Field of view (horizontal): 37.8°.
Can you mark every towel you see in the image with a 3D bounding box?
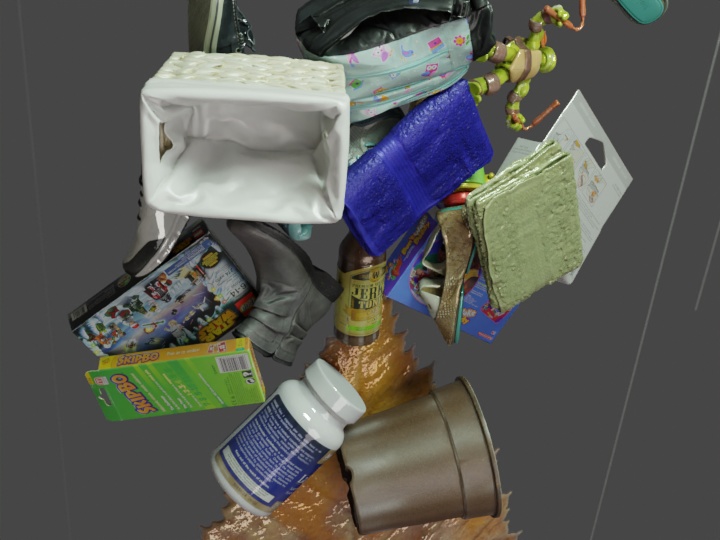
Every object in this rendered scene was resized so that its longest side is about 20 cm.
[{"bbox_3d":[0.202,-0.051,1.275,0.148,0.037,0.201,-30,131,-11],"label":"towel"},{"bbox_3d":[0.063,-0.111,1.189,0.200,0.050,0.148,-43,149,-4],"label":"towel"}]

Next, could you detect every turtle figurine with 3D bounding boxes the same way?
[{"bbox_3d":[0.184,-0.253,1.240,0.160,0.064,0.201,-15,137,-38],"label":"turtle figurine"}]

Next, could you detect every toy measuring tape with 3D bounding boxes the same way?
[{"bbox_3d":[0.087,-0.112,1.282,0.198,0.074,0.074,1,120,-28],"label":"toy measuring tape"}]

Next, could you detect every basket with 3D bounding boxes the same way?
[{"bbox_3d":[-0.110,-0.138,1.049,0.198,0.124,0.137,4,123,-1],"label":"basket"}]

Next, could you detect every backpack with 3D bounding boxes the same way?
[{"bbox_3d":[0.033,-0.251,1.124,0.198,0.167,0.127,-23,130,-1],"label":"backpack"}]

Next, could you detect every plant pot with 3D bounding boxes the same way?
[{"bbox_3d":[0.072,0.267,1.457,0.196,0.201,0.202,-13,125,-7],"label":"plant pot"}]

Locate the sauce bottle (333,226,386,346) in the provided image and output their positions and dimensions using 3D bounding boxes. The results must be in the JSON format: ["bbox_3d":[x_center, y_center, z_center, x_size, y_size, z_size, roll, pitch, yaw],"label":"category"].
[{"bbox_3d":[0.000,0.000,1.323,0.064,0.065,0.202,-9,124,-18],"label":"sauce bottle"}]

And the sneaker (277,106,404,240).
[{"bbox_3d":[-0.019,-0.109,1.218,0.200,0.087,0.077,-40,147,13],"label":"sneaker"}]

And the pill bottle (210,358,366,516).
[{"bbox_3d":[-0.094,0.218,1.388,0.200,0.116,0.116,-44,127,8],"label":"pill bottle"}]

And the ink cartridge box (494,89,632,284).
[{"bbox_3d":[0.260,-0.107,1.358,0.177,0.045,0.200,-57,134,-12],"label":"ink cartridge box"}]

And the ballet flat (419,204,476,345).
[{"bbox_3d":[0.107,0.004,1.325,0.065,0.071,0.202,8,119,2],"label":"ballet flat"}]

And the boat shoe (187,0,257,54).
[{"bbox_3d":[-0.142,-0.249,1.097,0.062,0.075,0.202,-12,130,-23],"label":"boat shoe"}]

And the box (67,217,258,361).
[{"bbox_3d":[-0.230,0.047,1.265,0.199,0.040,0.137,-36,129,0],"label":"box"}]

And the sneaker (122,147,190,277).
[{"bbox_3d":[-0.221,-0.085,1.176,0.080,0.074,0.201,28,103,-20],"label":"sneaker"}]

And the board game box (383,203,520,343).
[{"bbox_3d":[0.136,0.004,1.398,0.199,0.045,0.135,25,108,-34],"label":"board game box"}]

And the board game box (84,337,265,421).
[{"bbox_3d":[-0.220,0.132,1.256,0.198,0.030,0.096,-10,133,2],"label":"board game box"}]

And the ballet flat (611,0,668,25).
[{"bbox_3d":[0.287,-0.363,1.223,0.067,0.064,0.199,-32,130,31],"label":"ballet flat"}]

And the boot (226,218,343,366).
[{"bbox_3d":[-0.112,0.028,1.247,0.200,0.070,0.132,42,80,-37],"label":"boot"}]
